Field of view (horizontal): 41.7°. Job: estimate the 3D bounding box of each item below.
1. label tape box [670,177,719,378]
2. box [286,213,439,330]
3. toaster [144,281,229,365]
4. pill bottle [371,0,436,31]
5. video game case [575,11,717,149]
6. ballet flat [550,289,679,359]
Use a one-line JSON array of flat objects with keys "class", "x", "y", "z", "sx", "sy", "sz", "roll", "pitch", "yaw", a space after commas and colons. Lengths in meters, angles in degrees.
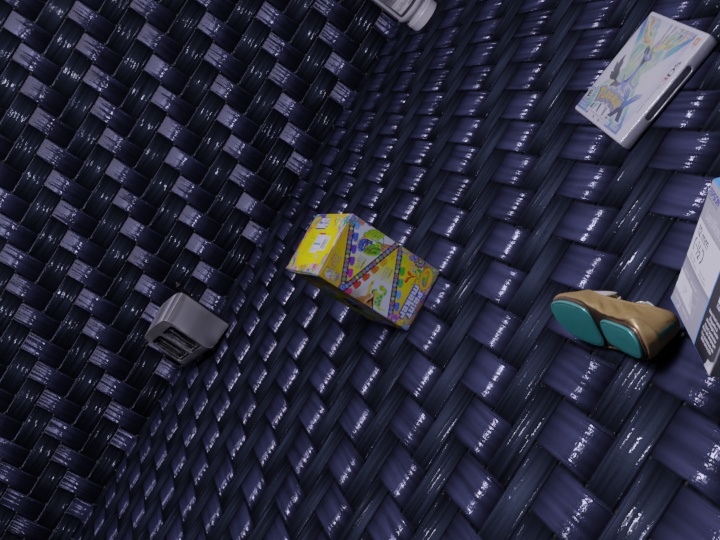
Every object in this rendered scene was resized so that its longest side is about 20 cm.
[{"class": "label tape box", "x": 0.356, "y": -0.020, "z": 0.860, "sx": 0.144, "sy": 0.066, "sz": 0.201, "roll": -84, "pitch": 1, "yaw": -61}, {"class": "box", "x": 0.000, "y": 0.000, "z": 1.673, "sx": 0.123, "sy": 0.192, "sz": 0.200, "roll": -60, "pitch": 19, "yaw": -8}, {"class": "toaster", "x": -0.497, "y": 0.160, "z": 2.670, "sx": 0.181, "sy": 0.200, "sz": 0.119, "roll": -33, "pitch": 25, "yaw": 49}, {"class": "pill bottle", "x": 0.105, "y": -0.760, "z": 2.607, "sx": 0.114, "sy": 0.199, "sz": 0.114, "roll": -48, "pitch": 20, "yaw": 24}, {"class": "video game case", "x": 0.404, "y": -0.278, "z": 1.361, "sx": 0.183, "sy": 0.022, "sz": 0.200, "roll": -52, "pitch": 19, "yaw": 15}, {"class": "ballet flat", "x": 0.291, "y": 0.056, "z": 1.079, "sx": 0.063, "sy": 0.069, "sz": 0.200, "roll": -31, "pitch": 18, "yaw": -11}]
